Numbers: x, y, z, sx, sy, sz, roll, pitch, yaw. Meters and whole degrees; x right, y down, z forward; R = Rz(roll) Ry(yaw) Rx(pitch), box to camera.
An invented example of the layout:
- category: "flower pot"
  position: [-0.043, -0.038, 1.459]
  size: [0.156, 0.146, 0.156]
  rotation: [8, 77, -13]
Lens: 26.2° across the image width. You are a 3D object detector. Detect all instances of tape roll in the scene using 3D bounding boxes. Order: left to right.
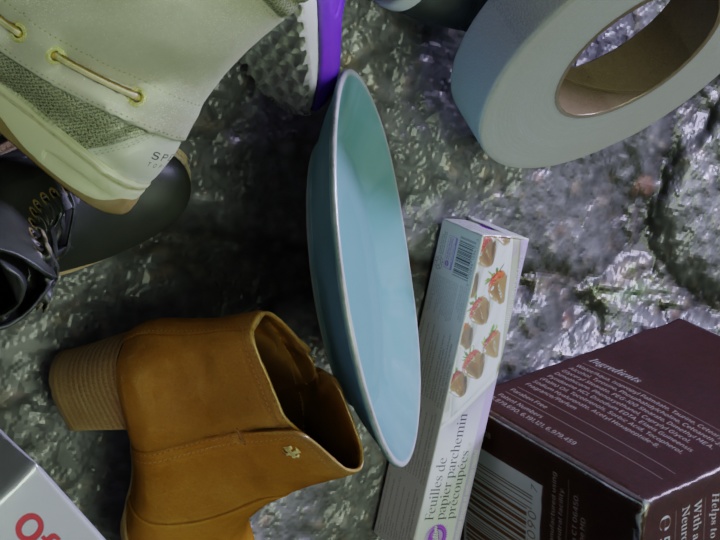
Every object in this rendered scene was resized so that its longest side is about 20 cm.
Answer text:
- category: "tape roll"
  position: [0.143, -0.132, 0.841]
  size: [0.201, 0.037, 0.203]
  rotation: [-24, 156, -11]

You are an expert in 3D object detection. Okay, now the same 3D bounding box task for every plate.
- category: "plate"
  position: [0.000, 0.000, 0.789]
  size: [0.025, 0.201, 0.202]
  rotation: [-8, 119, 10]

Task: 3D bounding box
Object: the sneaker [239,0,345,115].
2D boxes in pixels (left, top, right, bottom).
- category: "sneaker"
  position: [-0.014, -0.178, 0.757]
  size: [0.099, 0.069, 0.203]
  rotation: [-20, 118, -33]

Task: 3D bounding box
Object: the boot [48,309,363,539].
- category: "boot"
  position: [-0.057, 0.106, 0.777]
  size: [0.202, 0.142, 0.071]
  rotation: [62, 38, -31]

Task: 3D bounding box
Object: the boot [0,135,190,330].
- category: "boot"
  position: [-0.138, -0.012, 0.679]
  size: [0.198, 0.138, 0.079]
  rotation: [-13, 114, -34]

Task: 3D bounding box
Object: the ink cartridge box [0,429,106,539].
- category: "ink cartridge box"
  position: [-0.207, 0.170, 0.689]
  size: [0.200, 0.145, 0.147]
  rotation: [-45, 128, -15]

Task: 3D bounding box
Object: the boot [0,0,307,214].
- category: "boot"
  position: [-0.123, -0.141, 0.631]
  size: [0.200, 0.072, 0.155]
  rotation: [42, 104, -15]

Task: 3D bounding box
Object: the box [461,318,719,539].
- category: "box"
  position: [0.185, 0.153, 0.969]
  size: [0.198, 0.164, 0.168]
  rotation: [-16, 116, -32]

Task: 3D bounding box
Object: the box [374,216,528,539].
- category: "box"
  position: [0.053, 0.070, 0.920]
  size: [0.038, 0.041, 0.203]
  rotation: [3, 104, -37]

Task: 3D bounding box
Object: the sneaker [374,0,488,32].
- category: "sneaker"
  position: [0.094, -0.207, 0.812]
  size: [0.099, 0.071, 0.201]
  rotation: [20, 116, -44]
